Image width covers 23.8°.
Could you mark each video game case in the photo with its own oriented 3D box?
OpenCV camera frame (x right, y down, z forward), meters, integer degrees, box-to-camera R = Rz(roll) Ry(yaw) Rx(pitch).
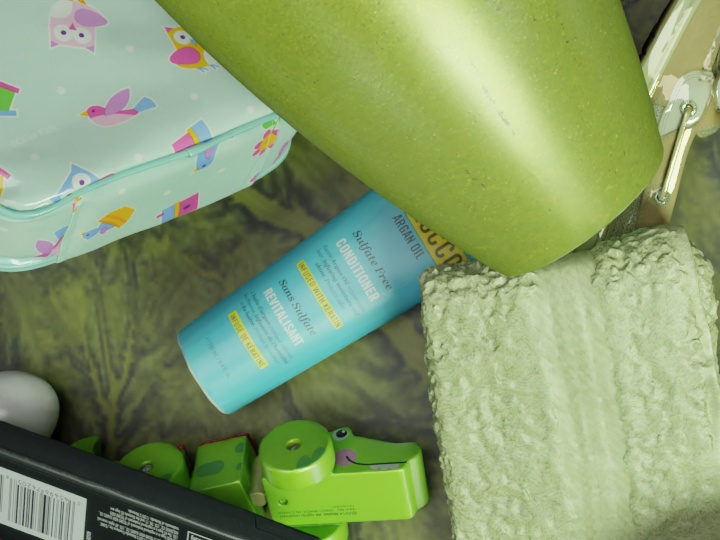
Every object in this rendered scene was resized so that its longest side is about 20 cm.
[{"bbox_3d":[-0.125,0.181,0.882,0.198,0.026,0.183,18,120,13],"label":"video game case"}]

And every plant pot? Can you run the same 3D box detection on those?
[{"bbox_3d":[0.038,-0.103,0.746,0.186,0.187,0.201,-36,102,11],"label":"plant pot"}]

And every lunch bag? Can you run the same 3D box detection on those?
[{"bbox_3d":[-0.124,-0.101,0.807,0.199,0.077,0.161,-25,74,-31],"label":"lunch bag"}]

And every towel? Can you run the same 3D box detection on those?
[{"bbox_3d":[0.107,0.080,0.828,0.146,0.037,0.202,-9,111,9],"label":"towel"}]

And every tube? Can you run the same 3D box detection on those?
[{"bbox_3d":[0.000,0.000,0.882,0.199,0.050,0.078,-34,90,6],"label":"tube"}]

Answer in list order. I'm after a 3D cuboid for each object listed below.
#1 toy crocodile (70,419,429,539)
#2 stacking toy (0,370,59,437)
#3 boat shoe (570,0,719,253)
[{"bbox_3d":[-0.062,0.111,0.889,0.197,0.062,0.068,-8,127,12],"label":"toy crocodile"},{"bbox_3d":[-0.256,0.104,0.918,0.198,0.146,0.147,-25,84,-6],"label":"stacking toy"},{"bbox_3d":[0.148,-0.054,0.831,0.063,0.073,0.203,23,98,6],"label":"boat shoe"}]
